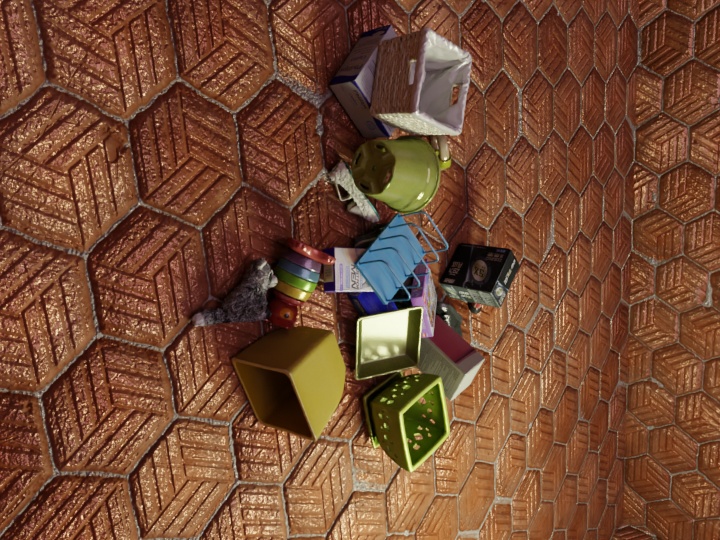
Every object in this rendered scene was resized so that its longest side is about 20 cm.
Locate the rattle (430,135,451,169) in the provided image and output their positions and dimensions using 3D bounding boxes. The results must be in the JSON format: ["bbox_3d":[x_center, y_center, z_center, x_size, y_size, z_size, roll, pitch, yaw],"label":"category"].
[{"bbox_3d":[0.185,-0.385,1.750,0.130,0.139,0.205,-31,106,-74],"label":"rattle"}]

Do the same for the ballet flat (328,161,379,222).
[{"bbox_3d":[-0.021,-0.192,1.550,0.072,0.071,0.201,-53,128,-26],"label":"ballet flat"}]

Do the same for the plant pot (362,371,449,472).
[{"bbox_3d":[0.120,0.409,1.702,0.197,0.179,0.205,-28,116,-39],"label":"plant pot"}]

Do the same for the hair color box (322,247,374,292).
[{"bbox_3d":[0.000,0.000,1.556,0.196,0.064,0.113,0,86,-37],"label":"hair color box"}]

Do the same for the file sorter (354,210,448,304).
[{"bbox_3d":[0.110,-0.036,1.526,0.140,0.122,0.201,51,61,-20],"label":"file sorter"}]

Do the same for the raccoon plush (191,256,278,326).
[{"bbox_3d":[-0.268,0.043,1.304,0.197,0.095,0.138,-6,93,-45],"label":"raccoon plush"}]

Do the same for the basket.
[{"bbox_3d":[0.148,-0.447,1.456,0.197,0.159,0.204,8,91,-46],"label":"basket"}]

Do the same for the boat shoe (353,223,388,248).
[{"bbox_3d":[0.049,-0.094,1.648,0.197,0.073,0.063,-15,64,-38],"label":"boat shoe"}]

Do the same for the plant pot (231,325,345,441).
[{"bbox_3d":[-0.142,0.237,1.398,0.200,0.192,0.198,-42,125,-41],"label":"plant pot"}]

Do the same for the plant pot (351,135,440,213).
[{"bbox_3d":[0.076,-0.251,1.509,0.183,0.196,0.206,-3,99,-57],"label":"plant pot"}]

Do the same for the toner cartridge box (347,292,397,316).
[{"bbox_3d":[0.046,0.106,1.673,0.096,0.043,0.202,-52,129,-26],"label":"toner cartridge box"}]

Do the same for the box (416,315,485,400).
[{"bbox_3d":[0.247,0.256,1.775,0.108,0.200,0.130,-25,148,-41],"label":"box"}]

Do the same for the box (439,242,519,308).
[{"bbox_3d":[0.375,0.012,1.891,0.086,0.197,0.166,48,64,-40],"label":"box"}]

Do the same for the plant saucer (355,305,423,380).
[{"bbox_3d":[0.070,0.189,1.650,0.195,0.048,0.204,-9,119,-20],"label":"plant saucer"}]

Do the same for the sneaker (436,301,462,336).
[{"bbox_3d":[0.279,0.179,1.919,0.199,0.059,0.107,35,67,-47],"label":"sneaker"}]

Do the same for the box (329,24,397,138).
[{"bbox_3d":[0.042,-0.476,1.529,0.184,0.103,0.203,49,62,-38],"label":"box"}]

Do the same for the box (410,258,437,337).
[{"bbox_3d":[0.187,0.078,1.750,0.201,0.038,0.139,-72,149,-57],"label":"box"}]

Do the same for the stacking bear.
[{"bbox_3d":[-0.158,0.036,1.402,0.119,0.113,0.204,22,91,-28],"label":"stacking bear"}]

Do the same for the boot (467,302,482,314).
[{"bbox_3d":[0.402,0.041,2.031,0.146,0.071,0.203,104,0,-49],"label":"boot"}]

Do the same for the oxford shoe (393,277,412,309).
[{"bbox_3d":[0.139,0.090,1.750,0.084,0.071,0.205,-35,122,-42],"label":"oxford shoe"}]
